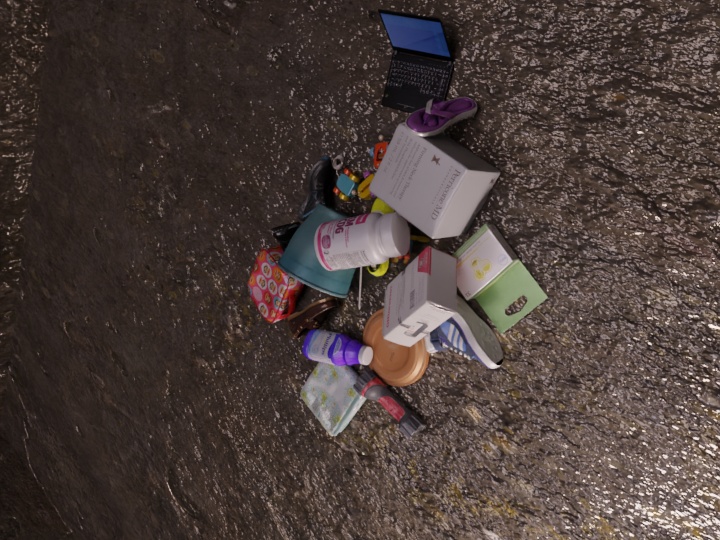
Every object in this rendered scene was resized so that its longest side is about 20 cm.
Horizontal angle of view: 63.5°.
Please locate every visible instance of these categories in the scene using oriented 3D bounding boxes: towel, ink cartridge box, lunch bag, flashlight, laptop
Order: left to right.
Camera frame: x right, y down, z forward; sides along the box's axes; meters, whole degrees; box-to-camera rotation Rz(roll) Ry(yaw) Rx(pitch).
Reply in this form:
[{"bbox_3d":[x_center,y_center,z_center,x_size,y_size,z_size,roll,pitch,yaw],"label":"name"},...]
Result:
[{"bbox_3d":[-0.238,0.049,1.664,0.177,0.081,0.201,51,133,24],"label":"lunch bag"},{"bbox_3d":[-0.075,0.335,1.604,0.171,0.048,0.201,47,121,24],"label":"towel"},{"bbox_3d":[0.070,0.339,1.463,0.068,0.068,0.200,-48,65,2],"label":"flashlight"},{"bbox_3d":[0.112,-0.467,1.328,0.176,0.103,0.203,26,110,34],"label":"laptop"},{"bbox_3d":[0.131,0.064,1.315,0.200,0.084,0.148,-45,31,50],"label":"ink cartridge box"},{"bbox_3d":[0.291,0.021,1.278,0.146,0.048,0.201,-45,65,32],"label":"ink cartridge box"}]

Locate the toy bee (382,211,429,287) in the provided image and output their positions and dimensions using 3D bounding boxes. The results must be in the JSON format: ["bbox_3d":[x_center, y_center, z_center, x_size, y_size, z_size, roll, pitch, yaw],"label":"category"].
[{"bbox_3d":[0.103,-0.059,1.379,0.129,0.109,0.203,-15,95,-6],"label":"toy bee"}]

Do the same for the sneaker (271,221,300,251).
[{"bbox_3d":[-0.184,-0.079,1.569,0.074,0.200,0.089,-13,92,6],"label":"sneaker"}]

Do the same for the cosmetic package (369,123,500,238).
[{"bbox_3d":[0.162,-0.197,1.279,0.199,0.165,0.169,40,117,27],"label":"cosmetic package"}]

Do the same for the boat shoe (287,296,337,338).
[{"bbox_3d":[-0.128,0.132,1.610,0.199,0.070,0.071,-32,69,45],"label":"boat shoe"}]

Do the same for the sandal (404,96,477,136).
[{"bbox_3d":[0.170,-0.342,1.237,0.082,0.201,0.050,38,142,30],"label":"sandal"}]

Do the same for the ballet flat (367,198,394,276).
[{"bbox_3d":[0.045,-0.085,1.446,0.066,0.067,0.204,9,100,29],"label":"ballet flat"}]

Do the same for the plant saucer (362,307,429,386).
[{"bbox_3d":[0.083,0.194,1.472,0.198,0.032,0.204,6,99,38],"label":"plant saucer"}]

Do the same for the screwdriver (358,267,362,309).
[{"bbox_3d":[0.000,0.000,1.451,0.027,0.029,0.204,8,99,21],"label":"screwdriver"}]

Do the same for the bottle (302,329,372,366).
[{"bbox_3d":[-0.059,0.208,1.529,0.198,0.065,0.085,7,68,37],"label":"bottle"}]

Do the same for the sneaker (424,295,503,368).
[{"bbox_3d":[0.221,0.166,1.337,0.201,0.080,0.147,53,131,17],"label":"sneaker"}]

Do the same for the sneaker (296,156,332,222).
[{"bbox_3d":[-0.104,-0.205,1.556,0.082,0.073,0.202,37,127,25],"label":"sneaker"}]

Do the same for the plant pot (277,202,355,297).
[{"bbox_3d":[-0.085,-0.060,1.486,0.199,0.199,0.190,30,98,32],"label":"plant pot"}]

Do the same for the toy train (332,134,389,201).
[{"bbox_3d":[0.015,-0.247,1.466,0.198,0.055,0.153,-6,78,43],"label":"toy train"}]

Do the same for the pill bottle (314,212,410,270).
[{"bbox_3d":[0.004,-0.068,1.311,0.197,0.113,0.115,-8,90,30],"label":"pill bottle"}]
